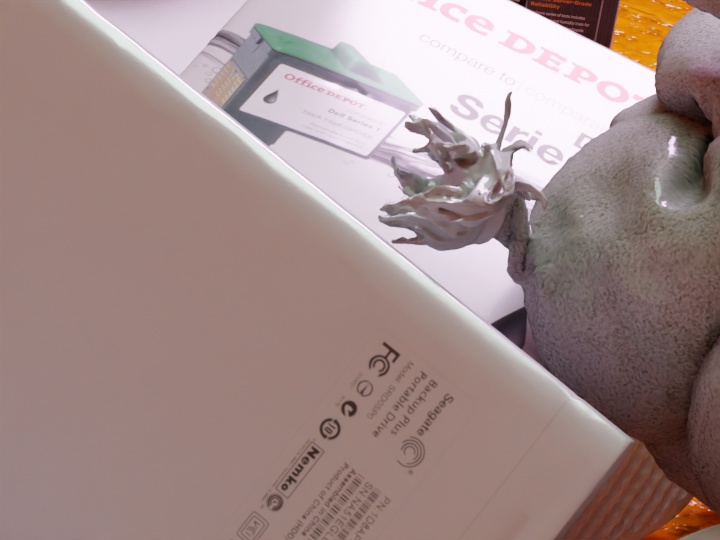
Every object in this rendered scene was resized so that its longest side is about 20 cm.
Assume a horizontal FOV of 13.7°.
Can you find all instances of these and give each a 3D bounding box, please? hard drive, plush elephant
[{"bbox_3d":[-0.047,0.034,0.771,0.200,0.132,0.027,39,2,10],"label":"hard drive"},{"bbox_3d":[0.126,-0.018,0.791,0.154,0.166,0.199,-20,-30,41],"label":"plush elephant"}]

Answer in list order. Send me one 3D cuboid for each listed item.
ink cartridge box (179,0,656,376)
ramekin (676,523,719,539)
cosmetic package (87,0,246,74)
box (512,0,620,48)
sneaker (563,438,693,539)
[{"bbox_3d":[0.000,0.000,0.879,0.145,0.085,0.200,27,46,10],"label":"ink cartridge box"},{"bbox_3d":[0.139,0.119,0.706,0.201,0.095,0.202,-5,12,1],"label":"ramekin"},{"bbox_3d":[-0.061,-0.064,1.211,0.199,0.072,0.102,-3,38,-34],"label":"cosmetic package"},{"bbox_3d":[0.016,-0.128,1.340,0.199,0.159,0.048,6,18,-12],"label":"box"},{"bbox_3d":[0.013,0.043,0.975,0.199,0.073,0.114,0,18,-29],"label":"sneaker"}]
